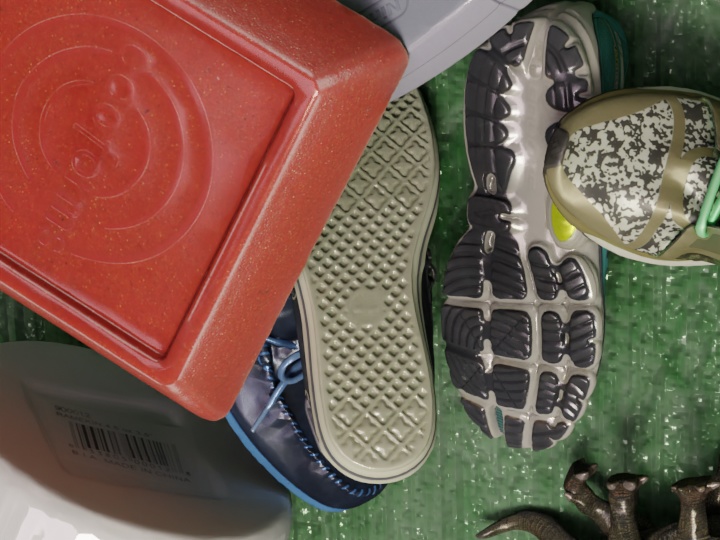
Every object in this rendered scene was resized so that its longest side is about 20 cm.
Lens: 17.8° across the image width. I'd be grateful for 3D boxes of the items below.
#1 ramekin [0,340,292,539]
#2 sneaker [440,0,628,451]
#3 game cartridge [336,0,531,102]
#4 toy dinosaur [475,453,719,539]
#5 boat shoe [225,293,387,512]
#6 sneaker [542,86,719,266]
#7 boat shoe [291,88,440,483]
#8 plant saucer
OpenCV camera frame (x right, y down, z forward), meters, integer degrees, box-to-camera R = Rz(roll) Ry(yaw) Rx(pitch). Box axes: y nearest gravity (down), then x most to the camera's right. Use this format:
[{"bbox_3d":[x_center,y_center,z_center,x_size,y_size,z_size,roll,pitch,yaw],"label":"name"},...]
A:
[{"bbox_3d":[-0.128,0.118,1.084,0.199,0.200,0.098,28,110,11],"label":"ramekin"},{"bbox_3d":[0.088,-0.017,1.004,0.077,0.079,0.202,16,111,28],"label":"sneaker"},{"bbox_3d":[-0.002,-0.138,0.988,0.199,0.041,0.134,-27,69,29],"label":"game cartridge"},{"bbox_3d":[0.140,0.137,1.044,0.198,0.077,0.103,-8,99,22],"label":"toy dinosaur"},{"bbox_3d":[-0.041,0.020,1.070,0.068,0.084,0.201,-26,100,40],"label":"boat shoe"},{"bbox_3d":[0.173,-0.026,0.929,0.198,0.089,0.078,16,90,-10],"label":"sneaker"},{"bbox_3d":[0.000,0.000,1.025,0.074,0.062,0.202,-2,72,-7],"label":"boat shoe"},{"bbox_3d":[-0.108,-0.057,0.979,0.199,0.037,0.201,31,115,6],"label":"plant saucer"}]
